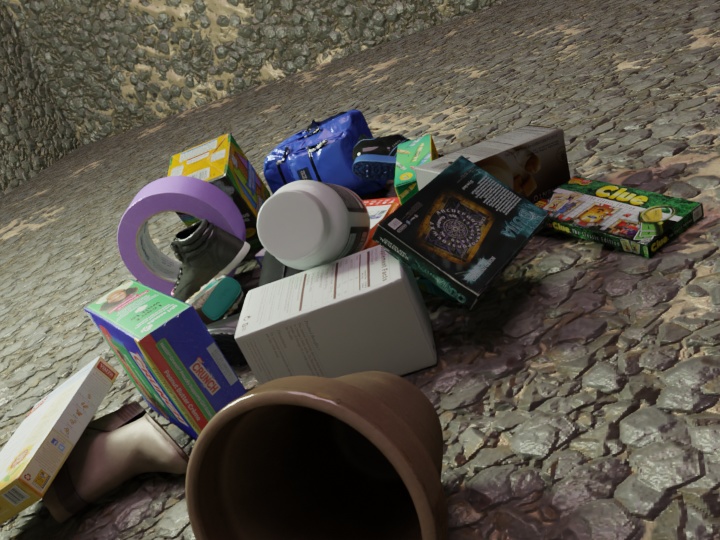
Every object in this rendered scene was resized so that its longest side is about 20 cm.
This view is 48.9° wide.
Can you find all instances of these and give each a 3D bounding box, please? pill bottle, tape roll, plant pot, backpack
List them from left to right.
[{"bbox_3d":[-0.293,-0.053,1.307,0.200,0.200,0.066,-18,28,12],"label":"tape roll"},{"bbox_3d":[-0.059,-0.057,0.999,0.111,0.111,0.200,-17,-1,13],"label":"pill bottle"},{"bbox_3d":[-0.075,-0.188,1.434,0.200,0.163,0.168,-20,9,17],"label":"backpack"},{"bbox_3d":[-0.009,0.161,0.638,0.200,0.200,0.175,-11,8,26],"label":"plant pot"}]

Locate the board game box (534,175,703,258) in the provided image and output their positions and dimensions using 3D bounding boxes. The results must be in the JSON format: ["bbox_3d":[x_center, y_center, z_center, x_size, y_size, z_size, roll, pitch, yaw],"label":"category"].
[{"bbox_3d":[0.315,-0.072,1.002,0.105,0.023,0.200,-31,30,-23],"label":"board game box"}]

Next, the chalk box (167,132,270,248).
[{"bbox_3d":[-0.237,-0.116,1.401,0.125,0.200,0.124,-18,43,13],"label":"chalk box"}]

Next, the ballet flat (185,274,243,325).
[{"bbox_3d":[-0.247,0.080,1.176,0.200,0.076,0.064,-41,-2,-46],"label":"ballet flat"}]

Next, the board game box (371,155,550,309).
[{"bbox_3d":[0.121,-0.051,0.914,0.135,0.028,0.200,37,45,13],"label":"board game box"}]

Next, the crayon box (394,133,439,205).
[{"bbox_3d":[0.099,-0.118,1.198,0.058,0.119,0.200,-17,24,13],"label":"crayon box"}]

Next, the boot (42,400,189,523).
[{"bbox_3d":[-0.282,0.224,0.888,0.146,0.070,0.200,-40,26,-21],"label":"boot"}]

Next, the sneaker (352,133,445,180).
[{"bbox_3d":[0.086,-0.190,1.331,0.200,0.070,0.078,8,56,-2],"label":"sneaker"}]

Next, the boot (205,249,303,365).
[{"bbox_3d":[-0.138,0.033,1.100,0.165,0.066,0.200,-6,44,10],"label":"boot"}]

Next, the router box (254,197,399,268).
[{"bbox_3d":[-0.039,-0.050,1.267,0.200,0.049,0.179,0,32,42],"label":"router box"}]

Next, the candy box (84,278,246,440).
[{"bbox_3d":[-0.227,0.108,0.941,0.077,0.169,0.200,-39,27,-26],"label":"candy box"}]

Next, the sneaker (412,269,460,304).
[{"bbox_3d":[0.082,0.001,0.990,0.080,0.078,0.200,1,2,-26],"label":"sneaker"}]

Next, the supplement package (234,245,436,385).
[{"bbox_3d":[-0.026,0.064,0.919,0.200,0.117,0.117,-19,23,9],"label":"supplement package"}]

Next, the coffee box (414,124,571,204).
[{"bbox_3d":[0.186,-0.115,1.088,0.200,0.114,0.080,-22,22,-22],"label":"coffee box"}]

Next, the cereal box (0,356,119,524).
[{"bbox_3d":[-0.369,0.200,0.908,0.144,0.040,0.200,-34,21,28],"label":"cereal box"}]

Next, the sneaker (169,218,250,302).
[{"bbox_3d":[-0.276,-0.005,1.262,0.200,0.099,0.071,-42,18,19],"label":"sneaker"}]

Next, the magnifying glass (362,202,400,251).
[{"bbox_3d":[0.000,0.000,1.035,0.200,0.022,0.080,-60,17,-3],"label":"magnifying glass"}]
